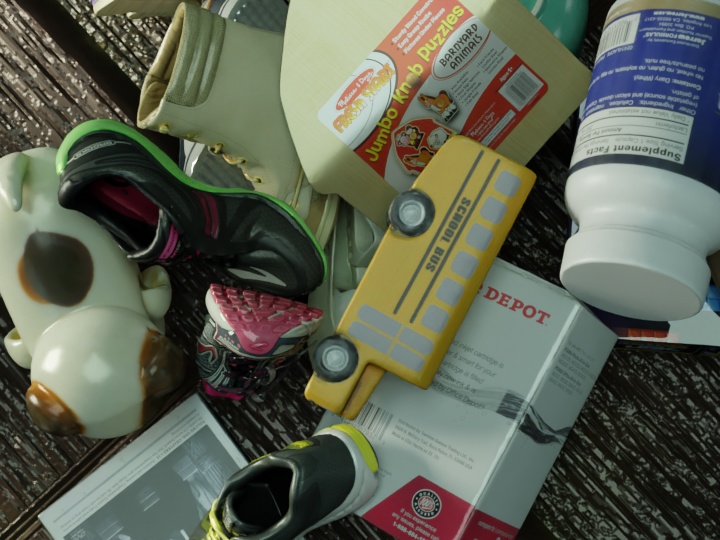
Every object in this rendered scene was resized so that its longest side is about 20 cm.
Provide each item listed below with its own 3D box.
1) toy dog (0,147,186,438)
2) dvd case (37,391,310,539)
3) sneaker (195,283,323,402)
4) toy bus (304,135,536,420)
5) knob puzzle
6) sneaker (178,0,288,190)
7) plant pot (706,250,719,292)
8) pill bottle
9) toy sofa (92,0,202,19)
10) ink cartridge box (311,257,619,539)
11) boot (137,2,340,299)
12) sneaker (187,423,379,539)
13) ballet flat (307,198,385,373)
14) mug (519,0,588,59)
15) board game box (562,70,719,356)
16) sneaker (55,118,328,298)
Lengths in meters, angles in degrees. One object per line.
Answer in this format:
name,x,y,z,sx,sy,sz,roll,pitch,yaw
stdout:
toy dog,-0.191,0.020,1.201,0.139,0.194,0.200,-19,72,-12
dvd case,-0.118,0.213,1.241,0.150,0.025,0.200,-38,79,-3
sneaker,-0.074,0.054,1.180,0.080,0.200,0.075,13,84,-5
toy bus,0.036,0.009,1.134,0.078,0.065,0.200,27,88,0
knob puzzle,0.032,-0.132,1.177,0.219,0.030,0.220,0,95,-3
sneaker,-0.097,-0.115,1.276,0.078,0.079,0.201,5,105,-28
plant pot,0.340,-0.041,1.177,0.200,0.093,0.202,3,83,-23
pill bottle,0.198,-0.076,1.122,0.115,0.116,0.201,14,72,6
toy sofa,-0.124,-0.257,1.230,0.097,0.200,0.083,-7,77,-33
ink cartridge box,0.067,0.093,1.188,0.145,0.083,0.200,26,86,36
boot,-0.087,-0.081,1.208,0.155,0.073,0.201,10,109,-26
sneaker,-0.078,0.169,1.159,0.200,0.085,0.075,-46,63,28
ballet flat,0.000,0.000,1.243,0.069,0.069,0.201,0,80,4
mug,0.099,-0.178,1.249,0.152,0.114,0.185,-29,79,-2
board game box,0.234,-0.040,1.246,0.165,0.057,0.201,4,80,3
sneaker,-0.118,-0.025,1.152,0.200,0.077,0.084,24,41,-10
